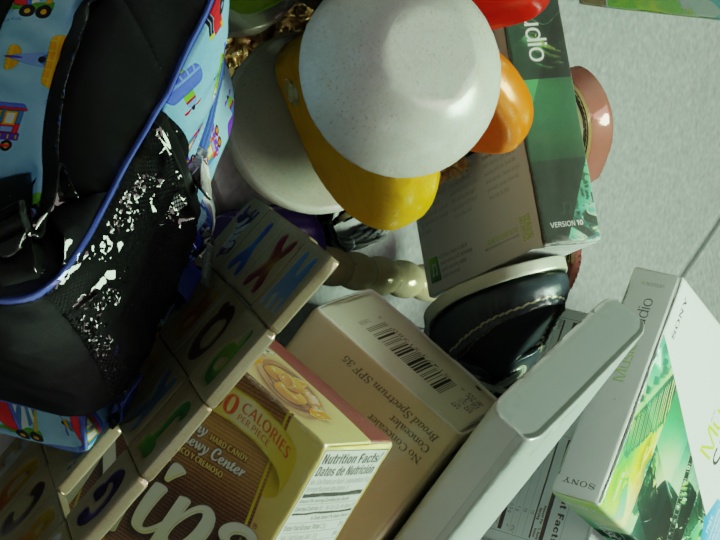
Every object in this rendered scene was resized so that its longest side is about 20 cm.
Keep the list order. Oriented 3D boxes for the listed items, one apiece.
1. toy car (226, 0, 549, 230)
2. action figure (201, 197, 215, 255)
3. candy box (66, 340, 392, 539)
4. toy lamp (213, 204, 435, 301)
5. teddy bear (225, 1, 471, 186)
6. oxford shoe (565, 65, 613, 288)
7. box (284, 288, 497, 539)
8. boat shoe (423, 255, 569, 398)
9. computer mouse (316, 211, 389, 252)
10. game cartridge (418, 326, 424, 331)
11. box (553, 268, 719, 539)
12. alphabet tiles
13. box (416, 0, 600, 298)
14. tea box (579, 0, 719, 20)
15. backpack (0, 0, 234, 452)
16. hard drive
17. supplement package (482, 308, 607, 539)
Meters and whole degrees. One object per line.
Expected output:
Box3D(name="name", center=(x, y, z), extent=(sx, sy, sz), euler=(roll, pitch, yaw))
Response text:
Box3D(name="toy car", center=(0.004, -0.126, 0.791), extent=(0.150, 0.175, 0.200), euler=(-30, 96, -20))
Box3D(name="action figure", center=(-0.091, -0.037, 0.870), extent=(0.130, 0.069, 0.201), euler=(-26, 117, -40))
Box3D(name="candy box", center=(-0.084, 0.122, 0.827), extent=(0.055, 0.115, 0.200), euler=(3, 121, -55))
Box3D(name="toy lamp", center=(0.000, 0.000, 1.002), extent=(0.200, 0.058, 0.058), euler=(11, 91, -46))
Box3D(name="teddy bear", center=(-0.010, -0.125, 0.897), extent=(0.067, 0.145, 0.201), euler=(-36, 134, -58))
Box3D(name="oxford shoe", center=(0.091, -0.035, 1.117), extent=(0.075, 0.071, 0.200), euler=(-18, 139, -24))
Box3D(name="box", center=(-0.031, 0.116, 0.894), extent=(0.200, 0.095, 0.078), euler=(-54, 167, 17))
Box3D(name="boat shoe", center=(0.056, 0.053, 0.956), extent=(0.075, 0.200, 0.062), euler=(-3, 67, -26))
Box3D(name="computer mouse", center=(0.043, -0.067, 1.080), extent=(0.200, 0.034, 0.059), euler=(-44, 134, -38))
Box3D(name="game cartridge", center=(-0.002, 0.126, 1.076), extent=(0.133, 0.041, 0.201), euler=(17, 87, -52))
Box3D(name="box", center=(0.192, 0.106, 1.137), extent=(0.200, 0.036, 0.145), euler=(41, 66, -50))
Box3D(name="alphabet tiles", center=(-0.088, 0.039, 0.733), extent=(0.008, 0.200, 0.167), euler=(41, 89, -19))
Box3D(name="box", center=(0.059, -0.096, 0.948), extent=(0.036, 0.144, 0.201), euler=(-8, 83, -22))
Box3D(name="tea box", center=(0.246, -0.267, 1.161), extent=(0.134, 0.196, 0.201), euler=(-32, 125, -47))
Box3D(name="backpack", center=(-0.133, -0.055, 0.714), extent=(0.135, 0.182, 0.200), euler=(68, 38, -52))
Box3D(name="hard drive", center=(0.052, 0.110, 0.895), extent=(0.132, 0.026, 0.200), euler=(-36, 163, -52))
Box3D(name="supplement package", center=(0.162, 0.126, 1.243), extent=(0.200, 0.111, 0.156), euler=(30, 75, -54))
